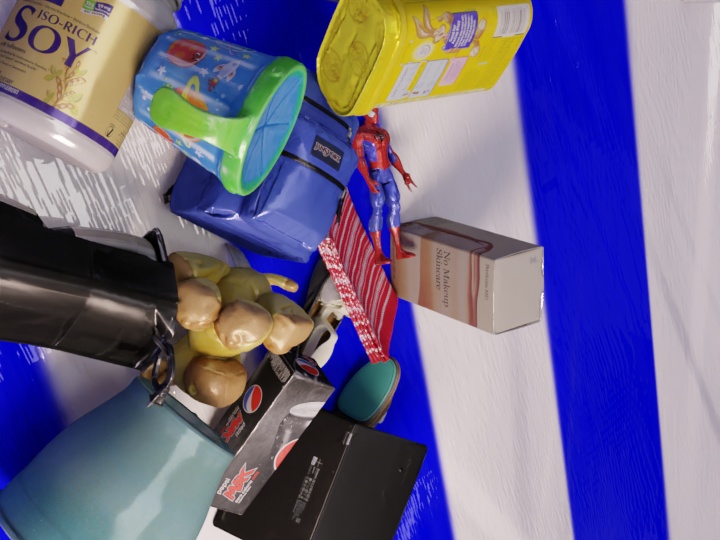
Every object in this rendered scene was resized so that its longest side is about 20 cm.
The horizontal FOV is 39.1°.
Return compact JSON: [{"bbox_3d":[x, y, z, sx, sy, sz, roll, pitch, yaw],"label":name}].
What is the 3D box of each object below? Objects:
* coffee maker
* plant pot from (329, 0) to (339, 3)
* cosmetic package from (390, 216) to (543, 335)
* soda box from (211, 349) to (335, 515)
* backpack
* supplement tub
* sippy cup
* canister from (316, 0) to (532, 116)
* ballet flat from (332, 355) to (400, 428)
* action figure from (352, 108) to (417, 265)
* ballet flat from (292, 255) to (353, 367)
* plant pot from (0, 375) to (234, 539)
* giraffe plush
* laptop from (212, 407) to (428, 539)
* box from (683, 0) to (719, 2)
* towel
[{"bbox_3d":[-0.286,0.020,0.981,0.199,0.192,0.135,15,109,-38],"label":"coffee maker"},{"bbox_3d":[0.042,-0.386,1.136,0.199,0.200,0.181,-9,114,-37],"label":"plant pot"},{"bbox_3d":[0.132,0.003,1.298,0.087,0.200,0.104,-14,110,-35],"label":"cosmetic package"},{"bbox_3d":[-0.120,0.188,1.197,0.071,0.063,0.200,26,106,-39],"label":"soda box"},{"bbox_3d":[-0.084,-0.124,1.120,0.162,0.167,0.201,29,76,-44],"label":"backpack"},{"bbox_3d":[-0.264,-0.211,0.967,0.145,0.145,0.201,30,82,-39],"label":"supplement tub"},{"bbox_3d":[-0.137,-0.159,0.954,0.140,0.130,0.178,-61,173,-16],"label":"sippy cup"},{"bbox_3d":[0.069,-0.242,1.075,0.199,0.087,0.149,-14,152,-32],"label":"canister"},{"bbox_3d":[-0.006,0.205,1.337,0.201,0.068,0.072,-58,148,-11],"label":"ballet flat"},{"bbox_3d":[0.029,-0.111,1.271,0.065,0.052,0.201,-14,94,-33],"label":"action figure"},{"bbox_3d":[-0.041,0.060,1.262,0.068,0.068,0.201,28,83,-42],"label":"ballet flat"},{"bbox_3d":[-0.237,0.221,1.048,0.188,0.200,0.200,-50,127,-7],"label":"plant pot"},{"bbox_3d":[-0.162,0.077,1.126,0.172,0.200,0.163,22,105,-12],"label":"giraffe plush"},{"bbox_3d":[-0.048,0.271,1.281,0.188,0.199,0.116,-68,162,-3],"label":"laptop"},{"bbox_3d":[0.584,-0.545,1.558,0.199,0.130,0.201,-39,122,-23],"label":"box"},{"bbox_3d":[0.000,0.000,1.256,0.145,0.022,0.201,-77,148,-54],"label":"towel"}]
